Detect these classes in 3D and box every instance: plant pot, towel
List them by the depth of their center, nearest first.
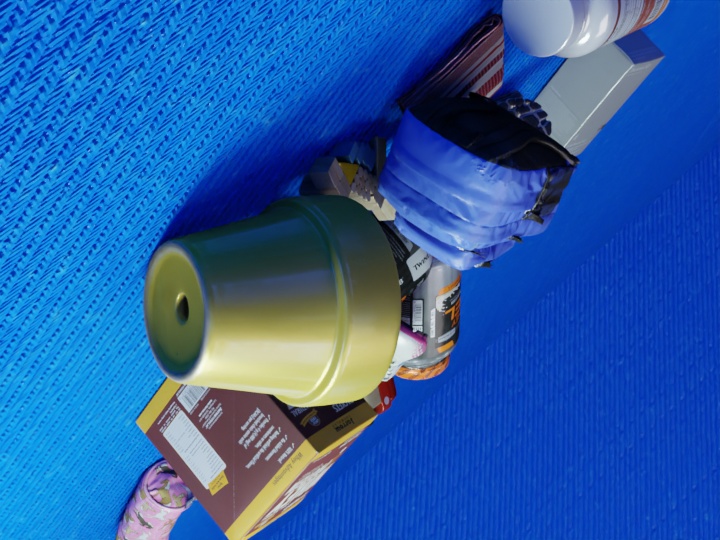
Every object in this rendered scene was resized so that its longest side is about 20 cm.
[{"bbox_3d":[-0.092,0.032,1.148,0.187,0.202,0.201,-3,144,-37],"label":"plant pot"},{"bbox_3d":[0.105,-0.200,1.368,0.144,0.023,0.200,-43,168,-2],"label":"towel"}]

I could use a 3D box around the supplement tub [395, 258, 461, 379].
[{"bbox_3d":[0.076,0.041,1.660,0.122,0.122,0.202,-32,135,-36],"label":"supplement tub"}]

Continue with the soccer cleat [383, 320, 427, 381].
[{"bbox_3d":[0.035,0.105,1.527,0.087,0.069,0.200,-59,179,-6],"label":"soccer cleat"}]

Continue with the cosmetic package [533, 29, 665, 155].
[{"bbox_3d":[0.315,-0.248,1.695,0.106,0.090,0.200,-24,160,-47],"label":"cosmetic package"}]

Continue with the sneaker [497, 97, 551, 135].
[{"bbox_3d":[0.152,-0.151,1.530,0.199,0.078,0.080,-33,-177,-20],"label":"sneaker"}]

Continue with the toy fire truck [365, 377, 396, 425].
[{"bbox_3d":[-0.010,0.171,1.814,0.175,0.130,0.199,-5,-166,38],"label":"toy fire truck"}]

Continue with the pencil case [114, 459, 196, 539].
[{"bbox_3d":[-0.301,0.356,1.797,0.200,0.086,0.083,-56,-168,46],"label":"pencil case"}]

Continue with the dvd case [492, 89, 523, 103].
[{"bbox_3d":[0.117,-0.145,1.585,0.148,0.016,0.200,-26,159,-49],"label":"dvd case"}]

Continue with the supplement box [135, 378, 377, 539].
[{"bbox_3d":[-0.127,0.179,1.481,0.198,0.200,0.132,-50,165,32],"label":"supplement box"}]

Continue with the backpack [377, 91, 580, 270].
[{"bbox_3d":[0.116,-0.087,1.287,0.199,0.162,0.169,-10,125,-61],"label":"backpack"}]

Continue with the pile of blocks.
[{"bbox_3d":[-0.012,-0.100,1.289,0.062,0.083,0.199,-1,175,27],"label":"pile of blocks"}]

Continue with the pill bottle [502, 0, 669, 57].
[{"bbox_3d":[0.235,-0.288,1.277,0.199,0.112,0.112,-29,162,-44],"label":"pill bottle"}]

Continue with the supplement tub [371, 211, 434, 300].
[{"bbox_3d":[0.000,0.000,1.452,0.200,0.123,0.123,-41,167,-19],"label":"supplement tub"}]
